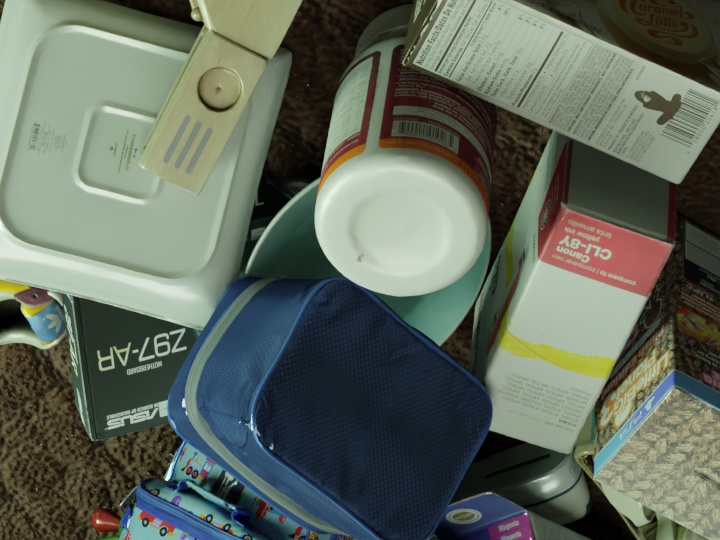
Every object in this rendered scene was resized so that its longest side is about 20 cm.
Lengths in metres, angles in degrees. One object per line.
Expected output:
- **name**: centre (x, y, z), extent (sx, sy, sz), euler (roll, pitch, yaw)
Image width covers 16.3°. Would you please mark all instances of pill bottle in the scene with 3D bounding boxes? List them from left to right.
- **pill bottle**: centre (0.033, -0.083, 1.626), extent (0.109, 0.200, 0.110), euler (3, 127, 4)

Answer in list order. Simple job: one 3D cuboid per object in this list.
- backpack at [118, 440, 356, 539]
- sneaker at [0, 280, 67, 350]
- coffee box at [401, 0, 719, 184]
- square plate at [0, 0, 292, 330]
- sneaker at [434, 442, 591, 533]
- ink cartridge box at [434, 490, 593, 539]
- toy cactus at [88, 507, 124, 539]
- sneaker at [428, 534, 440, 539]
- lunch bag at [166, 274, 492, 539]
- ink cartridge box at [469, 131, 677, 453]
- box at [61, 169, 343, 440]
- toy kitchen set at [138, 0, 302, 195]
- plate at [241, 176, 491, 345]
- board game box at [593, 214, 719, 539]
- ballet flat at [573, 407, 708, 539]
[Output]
- **backpack**: centre (-0.079, 0.189, 1.803), extent (0.134, 0.182, 0.200), euler (16, 100, -51)
- **sneaker**: centre (-0.198, 0.013, 1.794), extent (0.200, 0.090, 0.075), euler (-18, 123, 19)
- **coffee box**: centre (0.136, -0.152, 1.618), extent (0.200, 0.115, 0.080), euler (23, 126, -9)
- **square plate**: centre (-0.160, -0.077, 1.679), extent (0.198, 0.028, 0.201), euler (14, 87, -12)
- **sneaker**: centre (0.080, 0.190, 1.905), extent (0.199, 0.073, 0.071), euler (-16, 121, 18)
- **ink cartridge box**: centre (0.083, 0.240, 1.901), extent (0.196, 0.043, 0.200), euler (-24, 146, 33)
- **toy cactus**: centre (-0.119, 0.199, 1.939), extent (0.199, 0.102, 0.166), euler (9, 108, 3)
- **sneaker**: centre (0.008, 0.253, 1.859), extent (0.200, 0.070, 0.094), euler (-26, 91, 40)
- **lunch bag**: centre (-0.020, 0.096, 1.684), extent (0.200, 0.136, 0.132), euler (41, 160, -28)
- **ink cartridge box**: centre (0.143, 0.003, 1.712), extent (0.083, 0.145, 0.200), euler (17, 127, -6)
- **box**: centre (-0.109, 0.025, 1.774), extent (0.199, 0.044, 0.161), euler (-13, 128, -15)
- **toy kitchen set**: centre (-0.146, -0.169, 1.565), extent (0.200, 0.163, 0.181), euler (27, 96, -13)
- **plate**: centre (0.000, 0.000, 1.760), extent (0.200, 0.026, 0.201), euler (-16, 129, -21)
- **board game box**: centre (0.252, 0.083, 1.725), extent (0.159, 0.200, 0.097), euler (28, 125, -14)
- **ballet flat**: centre (0.220, 0.180, 1.886), extent (0.069, 0.070, 0.200), euler (-26, 120, 24)
